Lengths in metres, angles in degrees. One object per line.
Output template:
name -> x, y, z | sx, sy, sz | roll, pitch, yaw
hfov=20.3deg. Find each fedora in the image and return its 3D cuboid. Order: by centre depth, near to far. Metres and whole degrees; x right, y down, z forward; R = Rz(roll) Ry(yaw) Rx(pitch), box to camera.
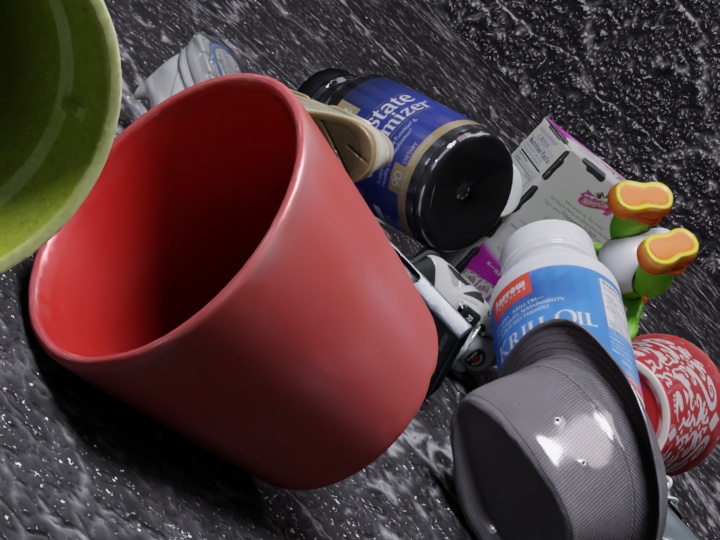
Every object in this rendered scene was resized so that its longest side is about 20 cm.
fedora -> 0.124, 0.139, 1.408 | 0.090, 0.177, 0.201 | -9, 65, -37

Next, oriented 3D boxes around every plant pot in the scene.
plant pot -> -0.245, -0.114, 1.013 | 0.200, 0.201, 0.184 | 34, 5, -37
plant pot -> -0.060, 0.020, 1.138 | 0.177, 0.200, 0.201 | 47, 9, -36

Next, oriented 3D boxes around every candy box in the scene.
candy box -> 0.151, -0.024, 1.822 | 0.136, 0.200, 0.061 | 33, 17, -39

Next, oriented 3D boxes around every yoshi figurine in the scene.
yoshi figurine -> 0.208, 0.010, 1.753 | 0.112, 0.200, 0.113 | 28, 56, 1

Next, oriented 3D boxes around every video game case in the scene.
video game case -> 0.000, 0.000, 1.539 | 0.200, 0.019, 0.143 | 46, -21, 10

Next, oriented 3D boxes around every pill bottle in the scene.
pill bottle -> 0.163, 0.056, 1.630 | 0.112, 0.112, 0.201 | 35, 31, -32
pill bottle -> 0.028, -0.101, 1.716 | 0.200, 0.112, 0.112 | 31, 2, 43

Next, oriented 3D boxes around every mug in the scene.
mug -> 0.224, 0.130, 1.790 | 0.200, 0.176, 0.134 | 2, 77, -70

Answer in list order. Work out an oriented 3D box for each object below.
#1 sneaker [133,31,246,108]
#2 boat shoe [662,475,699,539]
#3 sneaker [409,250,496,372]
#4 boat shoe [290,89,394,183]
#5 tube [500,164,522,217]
sneaker -> -0.113, -0.077, 1.489 | 0.074, 0.087, 0.201 | 30, 38, -51
boat shoe -> 0.197, 0.171, 1.465 | 0.199, 0.062, 0.073 | 29, 4, 38
sneaker -> 0.075, 0.041, 1.673 | 0.089, 0.074, 0.200 | 47, 14, 22
boat shoe -> -0.070, -0.114, 1.599 | 0.199, 0.073, 0.065 | 15, 12, 20
tube -> 0.059, -0.078, 1.806 | 0.058, 0.052, 0.199 | 27, -13, -37
